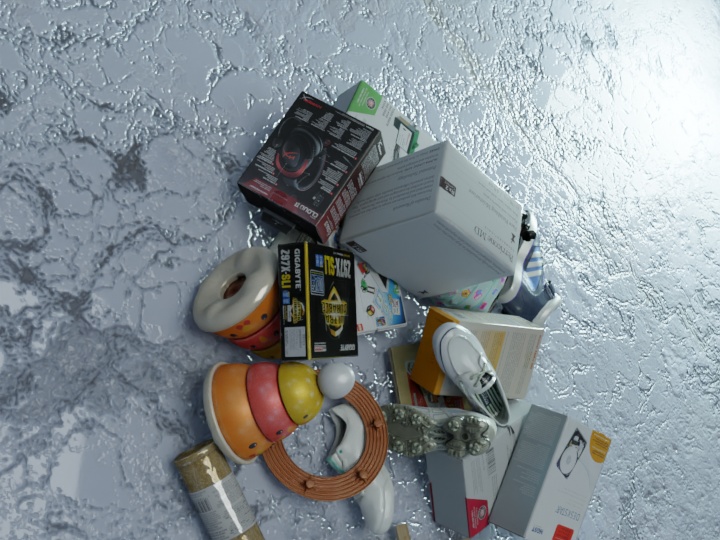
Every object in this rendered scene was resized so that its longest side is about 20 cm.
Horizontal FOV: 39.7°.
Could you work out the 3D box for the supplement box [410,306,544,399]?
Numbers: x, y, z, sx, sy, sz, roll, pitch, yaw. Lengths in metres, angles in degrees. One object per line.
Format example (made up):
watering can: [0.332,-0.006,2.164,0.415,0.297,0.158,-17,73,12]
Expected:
supplement box: [0.190,0.135,1.616,0.199,0.073,0.127,8,102,-34]

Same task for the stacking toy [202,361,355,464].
stacking toy: [-0.102,0.171,1.359,0.146,0.199,0.147,-20,90,-74]

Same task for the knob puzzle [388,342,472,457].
knob puzzle: [0.135,0.206,1.648,0.219,0.030,0.221,12,69,-33]

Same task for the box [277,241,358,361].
box: [-0.058,0.047,1.423,0.200,0.049,0.161,12,73,-71]

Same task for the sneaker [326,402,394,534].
sneaker: [-0.008,0.297,1.498,0.088,0.075,0.201,3,65,-31]

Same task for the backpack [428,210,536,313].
backpack: [0.182,-0.022,1.681,0.126,0.167,0.201,29,76,-33]

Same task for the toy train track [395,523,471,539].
toy train track: [0.099,0.448,1.553,0.199,0.032,0.115,-1,70,-42]

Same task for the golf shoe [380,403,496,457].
golf shoe: [0.115,0.244,1.540,0.097,0.199,0.079,-10,104,-65]

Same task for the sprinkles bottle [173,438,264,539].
sprinkles bottle: [-0.181,0.331,1.354,0.068,0.068,0.201,-28,94,-38]

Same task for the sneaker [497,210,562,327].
sneaker: [0.311,0.008,1.815,0.146,0.080,0.201,38,54,-31]

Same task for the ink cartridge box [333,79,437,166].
ink cartridge box: [0.032,-0.192,1.657,0.200,0.084,0.147,35,59,-22]

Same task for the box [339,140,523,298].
box: [0.110,-0.071,1.526,0.199,0.199,0.131,34,55,-36]

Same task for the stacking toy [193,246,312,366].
stacking toy: [-0.129,0.077,1.437,0.200,0.146,0.147,48,53,-32]

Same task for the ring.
ring: [-0.052,0.238,1.466,0.199,0.019,0.201,8,62,-15]

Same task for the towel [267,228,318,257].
towel: [-0.052,-0.014,1.575,0.192,0.034,0.200,43,55,-18]

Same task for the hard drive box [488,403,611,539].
hard drive box: [0.306,0.335,1.600,0.156,0.077,0.201,29,80,-45]

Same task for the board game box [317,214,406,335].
board game box: [0.000,0.000,1.574,0.126,0.035,0.201,-7,83,-39]

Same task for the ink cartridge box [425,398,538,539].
ink cartridge box: [0.205,0.311,1.607,0.200,0.083,0.146,-25,115,-39]

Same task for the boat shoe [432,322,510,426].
boat shoe: [0.181,0.160,1.531,0.074,0.067,0.200,-44,124,-11]

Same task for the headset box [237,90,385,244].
headset box: [-0.078,-0.147,1.499,0.148,0.075,0.200,28,75,18]
